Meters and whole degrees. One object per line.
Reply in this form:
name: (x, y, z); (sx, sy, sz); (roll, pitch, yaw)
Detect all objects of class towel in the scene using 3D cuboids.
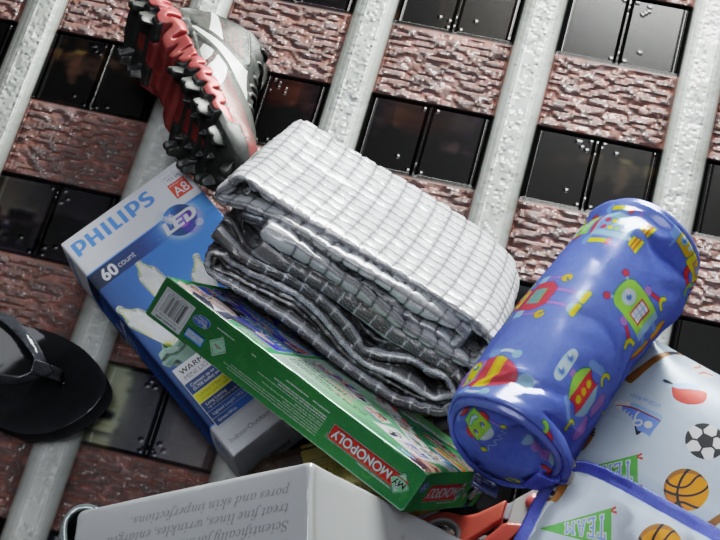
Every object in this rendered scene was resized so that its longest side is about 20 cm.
towel: (0.000, 0.000, 1.149); (0.199, 0.166, 0.086); (31, 111, 1)

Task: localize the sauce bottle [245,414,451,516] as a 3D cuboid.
sauce bottle: (-0.024, 0.142, 1.155); (0.199, 0.065, 0.065); (-14, 64, -1)

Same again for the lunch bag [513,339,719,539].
lunch bag: (0.192, 0.162, 1.083); (0.170, 0.124, 0.200); (28, 59, 16)

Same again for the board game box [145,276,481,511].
board game box: (-0.022, 0.075, 1.079); (0.200, 0.135, 0.029); (36, 97, 21)

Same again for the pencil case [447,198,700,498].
pencil case: (0.129, 0.046, 1.059); (0.087, 0.078, 0.200); (47, 56, -11)

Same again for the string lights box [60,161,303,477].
string lights box: (-0.103, 0.034, 1.213); (0.103, 0.059, 0.200); (-37, 68, -13)

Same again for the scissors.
scissors: (0.099, 0.153, 1.168); (0.200, 0.014, 0.073); (-42, 69, -15)

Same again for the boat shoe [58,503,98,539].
boat shoe: (-0.139, 0.235, 1.112); (0.070, 0.072, 0.201); (-28, 66, -10)

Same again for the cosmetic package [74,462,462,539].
cosmetic package: (-0.042, 0.226, 1.013); (0.164, 0.200, 0.166); (-15, 60, 27)

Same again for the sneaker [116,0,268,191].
sneaker: (-0.100, -0.127, 1.265); (0.098, 0.071, 0.201); (1, 38, -29)

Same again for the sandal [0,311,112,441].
sandal: (-0.263, 0.054, 1.223); (0.200, 0.043, 0.076); (26, 69, 15)
